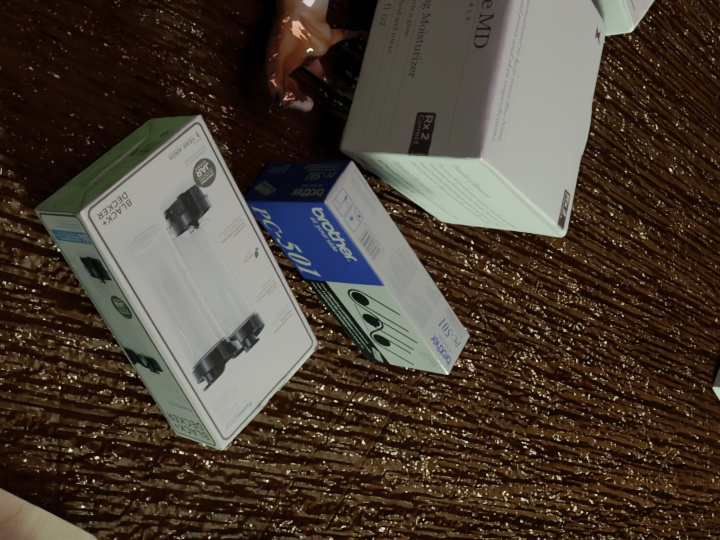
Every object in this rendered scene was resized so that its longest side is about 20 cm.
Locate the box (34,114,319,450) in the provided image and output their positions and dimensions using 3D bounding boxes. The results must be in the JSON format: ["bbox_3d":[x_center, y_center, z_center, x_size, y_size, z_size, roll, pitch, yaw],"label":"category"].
[{"bbox_3d":[-0.119,0.009,0.697,0.117,0.060,0.201,-47,125,-33],"label":"box"}]

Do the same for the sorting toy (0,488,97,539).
[{"bbox_3d":[-0.256,0.214,0.565,0.199,0.069,0.202,43,64,-40],"label":"sorting toy"}]

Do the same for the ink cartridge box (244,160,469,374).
[{"bbox_3d":[0.000,0.000,0.798,0.044,0.093,0.201,-56,129,-27],"label":"ink cartridge box"}]

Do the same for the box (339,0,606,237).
[{"bbox_3d":[0.102,-0.155,0.842,0.199,0.129,0.202,28,73,-57],"label":"box"}]

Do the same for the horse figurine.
[{"bbox_3d":[-0.031,-0.217,0.779,0.132,0.049,0.203,-1,97,-52],"label":"horse figurine"}]

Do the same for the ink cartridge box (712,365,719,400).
[{"bbox_3d":[0.577,0.114,1.435,0.116,0.067,0.201,48,61,-38],"label":"ink cartridge box"}]

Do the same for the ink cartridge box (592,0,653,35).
[{"bbox_3d":[0.230,-0.312,0.975,0.200,0.143,0.085,-50,125,-31],"label":"ink cartridge box"}]
